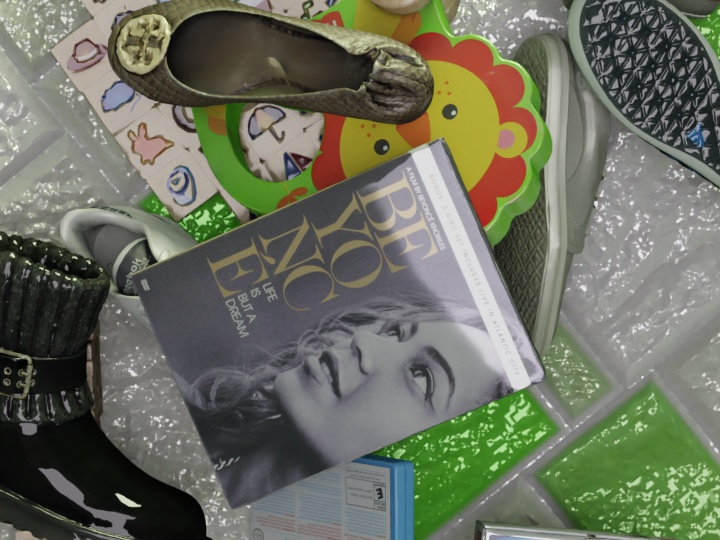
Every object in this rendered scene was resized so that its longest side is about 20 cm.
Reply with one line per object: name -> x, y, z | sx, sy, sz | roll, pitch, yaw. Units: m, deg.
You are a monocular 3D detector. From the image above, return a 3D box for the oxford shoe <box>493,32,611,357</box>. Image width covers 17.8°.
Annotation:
oxford shoe -> 0.121, -0.044, 1.408 | 0.058, 0.075, 0.201 | 3, 95, -28

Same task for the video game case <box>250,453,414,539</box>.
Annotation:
video game case -> -0.018, 0.208, 1.393 | 0.018, 0.143, 0.201 | -3, 95, -40

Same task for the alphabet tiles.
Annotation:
alphabet tiles -> -0.087, -0.132, 1.427 | 0.166, 0.006, 0.200 | -36, 94, 2

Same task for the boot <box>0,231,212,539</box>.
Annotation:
boot -> -0.165, 0.075, 1.346 | 0.210, 0.079, 0.158 | 21, 95, 0

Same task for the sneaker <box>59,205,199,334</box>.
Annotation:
sneaker -> -0.094, 0.023, 1.364 | 0.200, 0.080, 0.077 | 28, 88, 25

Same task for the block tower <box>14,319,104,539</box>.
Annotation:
block tower -> -0.186, 0.103, 1.416 | 0.054, 0.058, 0.201 | -3, 95, 0

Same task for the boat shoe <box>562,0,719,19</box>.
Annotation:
boat shoe -> 0.128, -0.193, 1.397 | 0.201, 0.072, 0.060 | 19, 121, -12

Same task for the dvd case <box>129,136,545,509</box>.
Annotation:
dvd case -> -0.014, 0.032, 1.311 | 0.199, 0.016, 0.149 | -23, 91, 10

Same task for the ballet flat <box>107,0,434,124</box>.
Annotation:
ballet flat -> -0.055, -0.120, 1.320 | 0.199, 0.046, 0.068 | 12, 86, 16

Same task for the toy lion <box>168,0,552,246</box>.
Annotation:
toy lion -> 0.005, -0.085, 1.351 | 0.199, 0.069, 0.192 | -20, 72, 11

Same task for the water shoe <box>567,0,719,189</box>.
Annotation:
water shoe -> 0.197, -0.097, 1.395 | 0.200, 0.079, 0.072 | 42, 91, -9

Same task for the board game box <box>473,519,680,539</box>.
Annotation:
board game box -> 0.122, 0.255, 1.379 | 0.126, 0.035, 0.201 | 6, 91, -6
